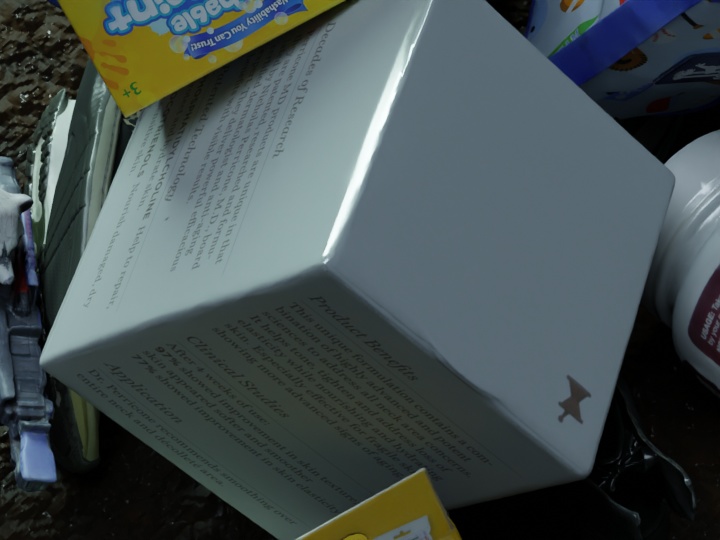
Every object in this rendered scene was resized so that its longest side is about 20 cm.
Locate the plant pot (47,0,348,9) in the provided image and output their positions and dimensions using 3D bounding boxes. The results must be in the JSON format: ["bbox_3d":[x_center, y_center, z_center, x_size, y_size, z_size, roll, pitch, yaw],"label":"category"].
[{"bbox_3d":[-0.016,-0.191,1.391,0.179,0.200,0.200,27,109,1],"label":"plant pot"}]

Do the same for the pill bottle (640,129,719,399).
[{"bbox_3d":[0.216,0.028,1.323,0.114,0.114,0.200,-39,57,-12],"label":"pill bottle"}]

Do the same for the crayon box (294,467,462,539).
[{"bbox_3d":[0.003,0.176,1.229,0.125,0.200,0.052,-28,31,-5],"label":"crayon box"}]

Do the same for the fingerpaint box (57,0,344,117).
[{"bbox_3d":[-0.055,-0.189,1.256,0.200,0.167,0.073,-26,14,13],"label":"fingerpaint box"}]

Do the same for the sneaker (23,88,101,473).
[{"bbox_3d":[-0.122,0.005,1.459,0.088,0.077,0.201,6,68,-16],"label":"sneaker"}]

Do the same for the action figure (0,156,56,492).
[{"bbox_3d":[-0.211,0.040,1.393,0.104,0.194,0.200,14,37,-28],"label":"action figure"}]

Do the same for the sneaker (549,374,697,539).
[{"bbox_3d":[0.095,0.062,1.338,0.060,0.104,0.200,-30,55,-5],"label":"sneaker"}]

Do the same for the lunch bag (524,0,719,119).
[{"bbox_3d":[0.175,-0.157,1.374,0.124,0.170,0.200,49,57,-4],"label":"lunch bag"}]

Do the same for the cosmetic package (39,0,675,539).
[{"bbox_3d":[0.000,0.000,1.281,0.200,0.167,0.167,-17,43,45],"label":"cosmetic package"}]

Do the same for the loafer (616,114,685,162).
[{"bbox_3d":[0.151,-0.127,1.474,0.072,0.063,0.200,13,61,22],"label":"loafer"}]

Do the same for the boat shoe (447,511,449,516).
[{"bbox_3d":[-0.043,0.168,1.333,0.201,0.072,0.060,-23,94,-15],"label":"boat shoe"}]

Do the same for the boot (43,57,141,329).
[{"bbox_3d":[-0.070,-0.035,1.418,0.153,0.074,0.204,19,47,-15],"label":"boot"}]
